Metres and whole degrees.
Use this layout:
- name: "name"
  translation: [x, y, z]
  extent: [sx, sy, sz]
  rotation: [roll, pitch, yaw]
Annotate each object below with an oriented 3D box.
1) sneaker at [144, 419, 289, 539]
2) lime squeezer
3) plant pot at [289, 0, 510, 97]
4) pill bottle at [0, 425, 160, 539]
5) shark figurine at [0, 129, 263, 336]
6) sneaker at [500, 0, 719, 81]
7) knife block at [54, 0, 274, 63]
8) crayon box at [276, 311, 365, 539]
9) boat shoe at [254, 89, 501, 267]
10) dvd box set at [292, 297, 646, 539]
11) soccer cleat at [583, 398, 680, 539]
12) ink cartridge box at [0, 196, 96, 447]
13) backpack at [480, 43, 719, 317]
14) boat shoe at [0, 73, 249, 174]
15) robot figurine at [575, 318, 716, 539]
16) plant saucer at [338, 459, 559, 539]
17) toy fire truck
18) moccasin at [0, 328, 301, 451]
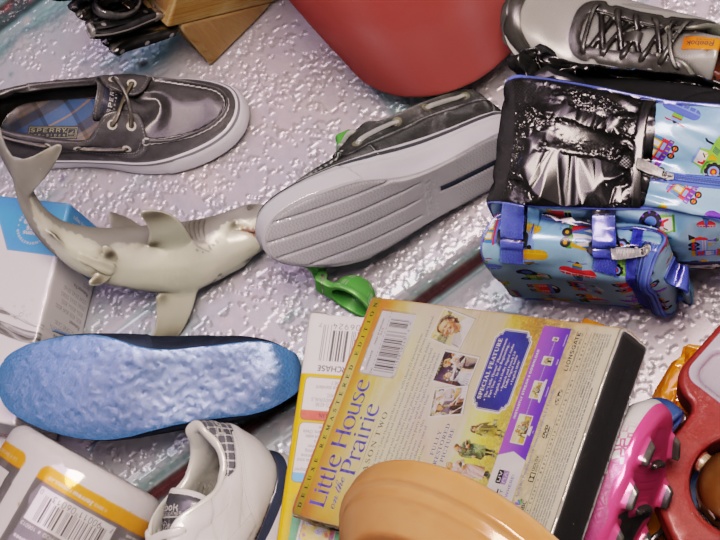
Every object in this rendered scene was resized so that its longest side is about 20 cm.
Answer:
- name: "sneaker"
  translation: [-0.108, 0.196, 1.083]
  extent: [0.076, 0.080, 0.201]
  rotation: [-4, 62, 43]
- name: "lime squeezer"
  translation: [0.000, 0.000, 1.163]
  extent: [0.070, 0.038, 0.201]
  rotation: [-15, 64, -25]
- name: "plant pot"
  translation: [0.027, -0.224, 1.131]
  extent: [0.199, 0.178, 0.202]
  rotation: [-12, 53, 16]
- name: "pill bottle"
  translation: [-0.223, 0.212, 1.102]
  extent: [0.116, 0.116, 0.201]
  rotation: [26, 80, 22]
- name: "shark figurine"
  translation: [-0.172, -0.030, 1.169]
  extent: [0.129, 0.213, 0.090]
  rotation: [-59, 34, 21]
- name: "sneaker"
  translation: [0.187, -0.144, 1.100]
  extent: [0.199, 0.079, 0.075]
  rotation: [19, 76, 0]
- name: "knife block"
  translation: [-0.118, -0.230, 1.190]
  extent: [0.200, 0.176, 0.064]
  rotation: [-44, 67, -3]
- name: "crayon box"
  translation: [0.018, 0.132, 1.072]
  extent: [0.125, 0.052, 0.202]
  rotation: [4, 69, 13]
- name: "boat shoe"
  translation: [0.013, -0.063, 1.146]
  extent: [0.199, 0.072, 0.071]
  rotation: [-21, 45, -19]
- name: "dvd box set"
  translation: [0.057, 0.094, 0.978]
  extent: [0.199, 0.029, 0.147]
  rotation: [5, 69, 47]
- name: "soccer cleat"
  translation: [0.115, 0.158, 0.970]
  extent: [0.086, 0.070, 0.202]
  rotation: [24, 107, 30]
- name: "ink cartridge box"
  translation: [-0.263, 0.052, 1.194]
  extent: [0.115, 0.067, 0.202]
  rotation: [6, 73, 16]
- name: "backpack"
  translation: [0.184, -0.046, 1.046]
  extent: [0.198, 0.183, 0.136]
  rotation: [7, 81, 11]
- name: "boat shoe"
  translation: [-0.182, -0.114, 1.228]
  extent: [0.198, 0.066, 0.071]
  rotation: [1, 72, 16]
- name: "robot figurine"
  translation: [0.153, 0.137, 1.052]
  extent: [0.144, 0.058, 0.202]
  rotation: [12, 75, 20]
- name: "plant saucer"
  translation: [0.062, 0.189, 0.912]
  extent: [0.199, 0.201, 0.037]
  rotation: [31, 55, 23]
- name: "toy fire truck"
  translation: [0.250, 0.107, 0.992]
  extent: [0.168, 0.112, 0.200]
  rotation: [39, 73, 23]
- name: "moccasin"
  translation: [-0.138, 0.081, 1.136]
  extent: [0.198, 0.068, 0.081]
  rotation: [3, 87, 0]
